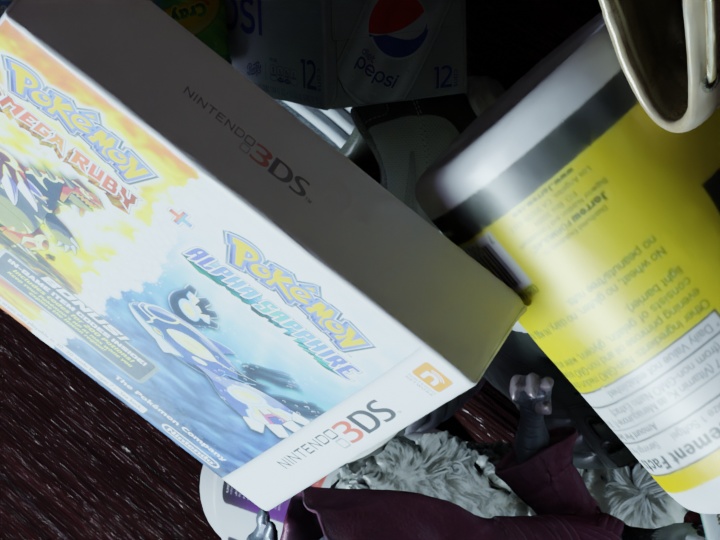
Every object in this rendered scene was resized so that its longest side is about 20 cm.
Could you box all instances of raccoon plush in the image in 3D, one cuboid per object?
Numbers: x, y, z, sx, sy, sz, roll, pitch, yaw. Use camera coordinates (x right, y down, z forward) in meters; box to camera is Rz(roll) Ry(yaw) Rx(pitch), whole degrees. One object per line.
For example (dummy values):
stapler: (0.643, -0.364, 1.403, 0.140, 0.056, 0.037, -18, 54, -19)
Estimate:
raccoon plush: (0.066, 0.124, 1.258, 0.199, 0.097, 0.134, 7, 179, 5)

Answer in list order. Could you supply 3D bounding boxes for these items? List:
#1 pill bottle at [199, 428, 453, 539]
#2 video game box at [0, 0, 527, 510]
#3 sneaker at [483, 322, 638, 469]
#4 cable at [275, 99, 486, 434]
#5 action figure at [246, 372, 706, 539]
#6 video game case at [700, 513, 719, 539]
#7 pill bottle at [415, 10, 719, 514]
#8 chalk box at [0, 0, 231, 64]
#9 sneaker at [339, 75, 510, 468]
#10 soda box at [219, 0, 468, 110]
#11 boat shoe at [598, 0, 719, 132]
pill bottle: (-0.014, 0.131, 1.494, 0.112, 0.111, 0.200, 54, 161, -19)
video game box: (-0.065, -0.007, 0.950, 0.200, 0.047, 0.182, 38, 148, -9)
sneaker: (0.102, 0.029, 1.100, 0.099, 0.071, 0.200, 44, 165, -5)
cable: (-0.017, -0.011, 1.274, 0.200, 0.069, 0.200, 17, 145, 57)
action figure: (0.063, 0.133, 1.075, 0.149, 0.199, 0.134, 114, 145, -44)
video game case: (0.169, 0.159, 1.037, 0.183, 0.022, 0.200, -97, -16, -50)
pill bottle: (0.123, 0.010, 0.930, 0.200, 0.114, 0.114, 49, 162, -4)
chalk box: (-0.135, -0.122, 1.063, 0.124, 0.124, 0.201, -10, 87, 59)
sneaker: (0.000, 0.000, 1.115, 0.074, 0.079, 0.201, 63, 142, 43)
soda box: (-0.037, -0.110, 1.089, 0.200, 0.068, 0.064, 18, 114, 57)
boat shoe: (0.083, -0.128, 0.811, 0.072, 0.065, 0.200, 28, 154, 45)
